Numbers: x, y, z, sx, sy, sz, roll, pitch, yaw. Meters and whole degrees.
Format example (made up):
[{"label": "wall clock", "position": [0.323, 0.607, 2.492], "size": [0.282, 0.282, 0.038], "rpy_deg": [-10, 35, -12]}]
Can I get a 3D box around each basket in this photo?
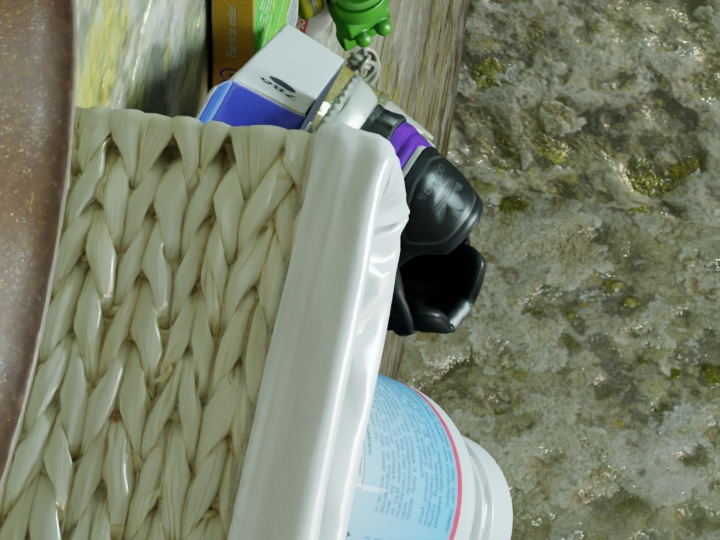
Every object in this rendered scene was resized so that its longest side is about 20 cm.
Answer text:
[{"label": "basket", "position": [-0.062, 0.052, 0.779], "size": [0.136, 0.122, 0.202], "rpy_deg": [68, 32, -82]}]

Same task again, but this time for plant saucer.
[{"label": "plant saucer", "position": [-0.111, 0.003, 0.582], "size": [0.200, 0.036, 0.202], "rpy_deg": [11, 90, -87]}]

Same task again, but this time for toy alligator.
[{"label": "toy alligator", "position": [-0.004, -0.145, 1.249], "size": [0.054, 0.059, 0.201], "rpy_deg": [54, -11, 35]}]

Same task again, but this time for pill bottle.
[{"label": "pill bottle", "position": [-0.021, 0.090, 0.995], "size": [0.200, 0.108, 0.110], "rpy_deg": [23, 76, -53]}]

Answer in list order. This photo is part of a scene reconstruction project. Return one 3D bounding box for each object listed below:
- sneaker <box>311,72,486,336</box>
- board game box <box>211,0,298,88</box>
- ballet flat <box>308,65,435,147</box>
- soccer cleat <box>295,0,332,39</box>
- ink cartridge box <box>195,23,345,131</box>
[{"label": "sneaker", "position": [0.000, 0.000, 1.040], "size": [0.070, 0.099, 0.200], "rpy_deg": [-57, 180, -26]}, {"label": "board game box", "position": [-0.048, -0.146, 1.130], "size": [0.200, 0.030, 0.096], "rpy_deg": [99, 4, -58]}, {"label": "ballet flat", "position": [0.013, -0.049, 1.291], "size": [0.200, 0.070, 0.071], "rpy_deg": [72, 27, -60]}, {"label": "soccer cleat", "position": [-0.007, -0.190, 1.368], "size": [0.200, 0.068, 0.086], "rpy_deg": [-62, 171, -66]}, {"label": "ink cartridge box", "position": [-0.055, -0.044, 1.034], "size": [0.100, 0.039, 0.200], "rpy_deg": [-59, 180, 15]}]
